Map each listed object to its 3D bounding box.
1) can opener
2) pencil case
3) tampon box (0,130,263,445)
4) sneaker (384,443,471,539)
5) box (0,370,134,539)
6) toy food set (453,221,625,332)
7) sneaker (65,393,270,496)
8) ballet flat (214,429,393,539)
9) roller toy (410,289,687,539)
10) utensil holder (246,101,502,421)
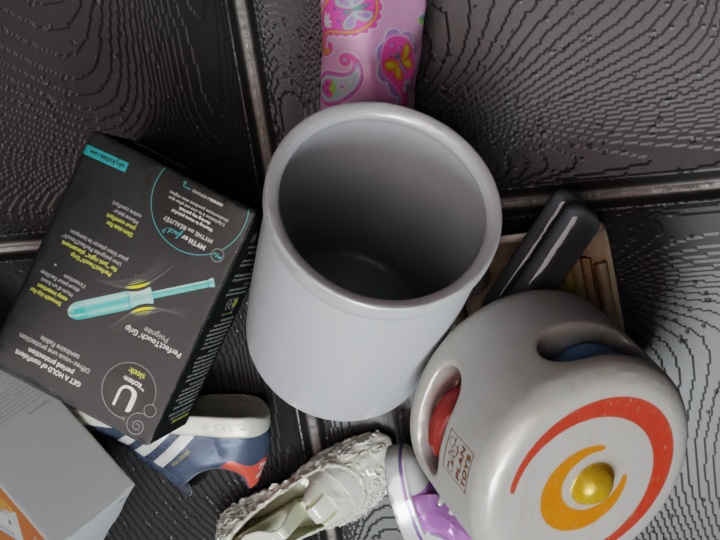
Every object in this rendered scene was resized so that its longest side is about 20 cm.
[{"bbox_3d":[0.126,0.033,1.054,0.066,0.053,0.202,19,110,-24],"label":"can opener"},{"bbox_3d":[0.008,-0.186,1.038,0.086,0.088,0.203,7,110,12],"label":"pencil case"},{"bbox_3d":[-0.178,0.012,1.097,0.148,0.126,0.202,26,94,5],"label":"tampon box"},{"bbox_3d":[0.101,0.218,1.160,0.113,0.073,0.202,-22,112,16],"label":"sneaker"},{"bbox_3d":[-0.309,0.167,1.187,0.200,0.097,0.125,46,139,9],"label":"box"},{"bbox_3d":[0.142,0.064,1.097,0.142,0.060,0.203,-8,106,17],"label":"toy food set"},{"bbox_3d":[-0.177,0.154,1.203,0.197,0.075,0.086,5,109,14],"label":"sneaker"},{"bbox_3d":[-0.049,0.213,1.195,0.199,0.072,0.072,-33,98,21],"label":"ballet flat"},{"bbox_3d":[0.137,0.123,0.988,0.199,0.140,0.183,-39,127,-1],"label":"roller toy"},{"bbox_3d":[0.000,0.000,1.016,0.168,0.171,0.201,27,150,4],"label":"utensil holder"}]
